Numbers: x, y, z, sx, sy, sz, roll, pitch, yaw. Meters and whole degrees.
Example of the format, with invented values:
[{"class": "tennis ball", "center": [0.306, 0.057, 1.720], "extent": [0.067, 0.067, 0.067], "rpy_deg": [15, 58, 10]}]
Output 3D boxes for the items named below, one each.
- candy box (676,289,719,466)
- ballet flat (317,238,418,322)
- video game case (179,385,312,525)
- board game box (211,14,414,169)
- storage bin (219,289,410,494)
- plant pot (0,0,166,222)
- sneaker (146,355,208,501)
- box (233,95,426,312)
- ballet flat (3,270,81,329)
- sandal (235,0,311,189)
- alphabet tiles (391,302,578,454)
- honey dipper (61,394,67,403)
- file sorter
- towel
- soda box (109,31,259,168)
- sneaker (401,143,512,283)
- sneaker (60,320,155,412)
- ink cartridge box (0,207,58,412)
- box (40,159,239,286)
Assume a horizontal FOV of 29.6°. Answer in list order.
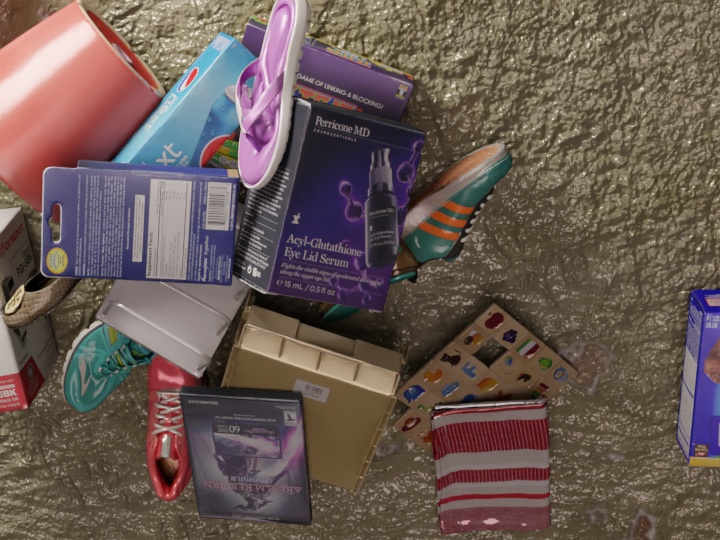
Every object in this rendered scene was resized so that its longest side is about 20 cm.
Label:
[{"class": "candy box", "center": [0.470, 0.130, 1.609], "extent": [0.167, 0.077, 0.203], "rpy_deg": [1, 111, 2]}, {"class": "ballet flat", "center": [0.000, 0.000, 1.561], "extent": [0.067, 0.200, 0.073], "rpy_deg": [-14, 79, -27]}, {"class": "video game case", "center": [-0.132, 0.220, 1.603], "extent": [0.141, 0.019, 0.202], "rpy_deg": [3, 126, 8]}, {"class": "board game box", "center": [-0.058, -0.172, 1.534], "extent": [0.198, 0.057, 0.167], "rpy_deg": [19, 111, -4]}, {"class": "storage bin", "center": [-0.064, 0.140, 1.602], "extent": [0.198, 0.094, 0.200], "rpy_deg": [18, 126, -3]}, {"class": "plant pot", "center": [-0.320, -0.181, 1.480], "extent": [0.177, 0.201, 0.201], "rpy_deg": [-41, 104, 5]}, {"class": "sneaker", "center": [-0.225, 0.188, 1.658], "extent": [0.073, 0.087, 0.203], "rpy_deg": [1, 110, 1]}, {"class": "box", "center": [-0.036, -0.072, 1.439], "extent": [0.146, 0.104, 0.203], "rpy_deg": [9, 99, -30]}, {"class": "ballet flat", "center": [-0.318, -0.010, 1.491], "extent": [0.199, 0.068, 0.046], "rpy_deg": [-37, 125, 6]}, {"class": "sandal", "center": [-0.102, -0.186, 1.391], "extent": [0.049, 0.082, 0.206], "rpy_deg": [13, 87, -34]}, {"class": "alphabet tiles", "center": [0.140, 0.146, 1.637], "extent": [0.200, 0.008, 0.167], "rpy_deg": [-43, 124, 16]}, {"class": "honey dipper", "center": [-0.311, 0.072, 1.650], "extent": [0.038, 0.038, 0.202], "rpy_deg": [23, 106, -6]}, {"class": "file sorter", "center": [-0.183, -0.006, 1.518], "extent": [0.138, 0.124, 0.202], "rpy_deg": [30, 76, -8]}, {"class": "towel", "center": [0.161, 0.244, 1.671], "extent": [0.142, 0.023, 0.202], "rpy_deg": [-4, 124, 3]}, {"class": "soda box", "center": [-0.182, -0.154, 1.448], "extent": [0.068, 0.064, 0.200], "rpy_deg": [41, 89, -26]}, {"class": "sneaker", "center": [0.106, -0.064, 1.562], "extent": [0.199, 0.072, 0.080], "rpy_deg": [-38, 105, 23]}, {"class": "sneaker", "center": [-0.278, 0.088, 1.603], "extent": [0.077, 0.080, 0.200], "rpy_deg": [38, 96, -31]}, {"class": "ink cartridge box", "center": [-0.427, 0.045, 1.583], "extent": [0.082, 0.147, 0.203], "rpy_deg": [-7, 111, 5]}, {"class": "box", "center": [-0.227, -0.049, 1.406], "extent": [0.197, 0.032, 0.123], "rpy_deg": [3, 111, -11]}]
